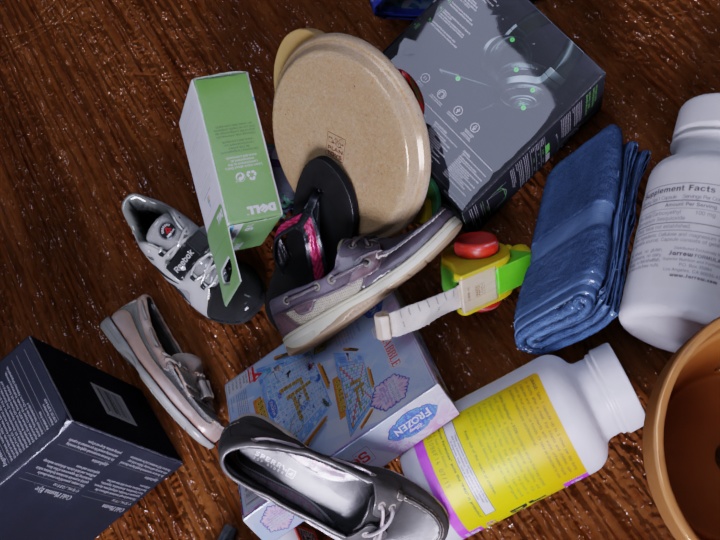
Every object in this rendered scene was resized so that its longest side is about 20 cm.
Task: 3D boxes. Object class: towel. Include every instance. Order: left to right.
[{"bbox_3d":[0.192,-0.025,0.849,0.111,0.048,0.203,-36,28,50],"label":"towel"}]

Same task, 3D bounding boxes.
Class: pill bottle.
[{"bbox_3d":[0.136,0.140,0.818,0.197,0.104,0.106,-29,61,9],"label":"pill bottle"},{"bbox_3d":[0.293,-0.038,0.822,0.112,0.114,0.204,10,73,25],"label":"pill bottle"}]

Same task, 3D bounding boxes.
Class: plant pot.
[{"bbox_3d":[0.294,0.134,0.714,0.195,0.140,0.205,0,77,1],"label":"plant pot"}]

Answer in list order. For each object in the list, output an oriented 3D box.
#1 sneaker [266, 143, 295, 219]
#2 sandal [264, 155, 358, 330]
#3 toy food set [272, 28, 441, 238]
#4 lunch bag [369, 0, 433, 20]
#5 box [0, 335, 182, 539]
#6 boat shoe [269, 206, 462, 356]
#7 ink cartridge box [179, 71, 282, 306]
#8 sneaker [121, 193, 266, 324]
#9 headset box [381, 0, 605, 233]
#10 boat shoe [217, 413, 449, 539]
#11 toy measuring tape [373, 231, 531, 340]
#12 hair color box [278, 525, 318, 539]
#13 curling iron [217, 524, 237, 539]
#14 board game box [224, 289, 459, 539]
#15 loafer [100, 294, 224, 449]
[{"bbox_3d":[-0.065,-0.085,1.026,0.197,0.074,0.090,9,91,32],"label":"sneaker"},{"bbox_3d":[-0.055,-0.013,0.928,0.075,0.045,0.203,37,125,24],"label":"sandal"},{"bbox_3d":[-0.010,-0.120,0.906,0.197,0.202,0.048,14,30,38],"label":"toy food set"},{"bbox_3d":[0.089,-0.359,1.028,0.196,0.128,0.173,-15,60,2],"label":"lunch bag"},{"bbox_3d":[-0.303,0.184,0.924,0.181,0.200,0.104,-41,61,1],"label":"box"},{"bbox_3d":[0.000,0.000,0.873,0.199,0.072,0.065,-37,85,16],"label":"boat shoe"},{"bbox_3d":[-0.124,-0.079,0.960,0.058,0.104,0.204,-11,79,-20],"label":"ink cartridge box"},{"bbox_3d":[-0.185,-0.015,1.025,0.198,0.089,0.075,33,82,28],"label":"sneaker"},{"bbox_3d":[0.116,-0.171,0.942,0.200,0.093,0.174,-44,74,1],"label":"headset box"},{"bbox_3d":[-0.023,0.176,0.756,0.197,0.057,0.068,25,101,-1],"label":"boat shoe"},{"bbox_3d":[0.078,0.012,0.881,0.197,0.074,0.074,-21,55,-31],"label":"toy measuring tape"},{"bbox_3d":[-0.051,0.335,0.839,0.100,0.061,0.202,-31,62,7],"label":"hair color box"},{"bbox_3d":[-0.155,0.337,0.904,0.049,0.026,0.204,17,70,5],"label":"curling iron"},{"bbox_3d":[-0.027,0.115,0.877,0.198,0.041,0.201,-35,29,7],"label":"board game box"},{"bbox_3d":[-0.195,0.095,0.995,0.063,0.072,0.199,-44,57,-9],"label":"loafer"}]
